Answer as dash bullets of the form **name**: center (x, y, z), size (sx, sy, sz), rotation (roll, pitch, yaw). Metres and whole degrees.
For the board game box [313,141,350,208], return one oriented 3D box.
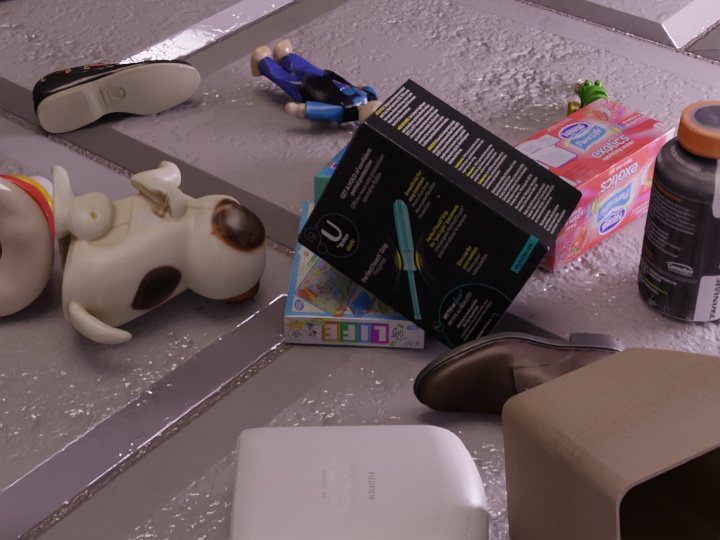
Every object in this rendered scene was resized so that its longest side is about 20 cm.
- **board game box**: center (0.051, -0.103, 1.417), size (0.152, 0.045, 0.200), rotation (7, 23, 13)

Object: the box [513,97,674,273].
- **box**: center (0.229, -0.094, 1.404), size (0.102, 0.095, 0.200), rotation (30, 45, 35)

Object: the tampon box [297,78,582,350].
- **tampon box**: center (0.073, -0.049, 1.234), size (0.200, 0.150, 0.126), rotation (35, 34, 5)

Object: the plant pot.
- **plant pot**: center (0.212, 0.166, 0.981), size (0.199, 0.200, 0.177), rotation (-19, 29, -24)

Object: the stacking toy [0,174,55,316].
- **stacking toy**: center (-0.357, -0.049, 1.349), size (0.146, 0.147, 0.200), rotation (3, 18, 4)

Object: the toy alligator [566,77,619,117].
- **toy alligator**: center (0.277, -0.200, 1.583), size (0.059, 0.054, 0.200), rotation (1, 36, 1)

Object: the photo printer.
- **photo printer**: center (-0.001, 0.193, 1.034), size (0.199, 0.070, 0.167), rotation (0, 36, 0)

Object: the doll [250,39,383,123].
- **doll**: center (-0.044, -0.215, 1.611), size (0.200, 0.049, 0.136), rotation (32, 37, 28)

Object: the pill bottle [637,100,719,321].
- **pill bottle**: center (0.327, -0.059, 1.266), size (0.106, 0.201, 0.106), rotation (0, 36, 0)

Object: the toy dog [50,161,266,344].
- **toy dog**: center (-0.189, -0.022, 1.276), size (0.199, 0.140, 0.194), rotation (-7, 37, -12)

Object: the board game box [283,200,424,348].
- **board game box**: center (0.000, 0.000, 1.328), size (0.134, 0.034, 0.200), rotation (2, 36, 3)

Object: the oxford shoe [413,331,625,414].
- **oxford shoe**: center (0.147, 0.102, 1.157), size (0.199, 0.073, 0.085), rotation (-5, 38, -6)

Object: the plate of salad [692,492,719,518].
- **plate of salad**: center (0.361, 0.153, 1.107), size (0.199, 0.048, 0.200), rotation (-5, 44, 4)

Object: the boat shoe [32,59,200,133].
- **boat shoe**: center (-0.295, -0.223, 1.602), size (0.201, 0.074, 0.063), rotation (-15, 46, -13)
